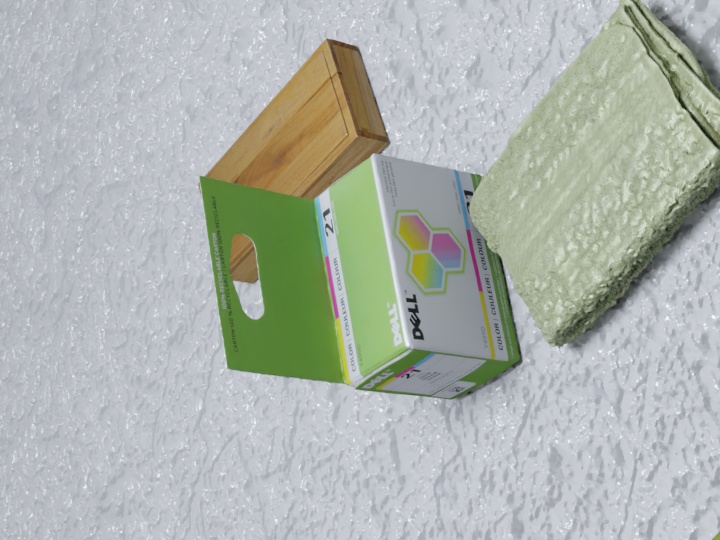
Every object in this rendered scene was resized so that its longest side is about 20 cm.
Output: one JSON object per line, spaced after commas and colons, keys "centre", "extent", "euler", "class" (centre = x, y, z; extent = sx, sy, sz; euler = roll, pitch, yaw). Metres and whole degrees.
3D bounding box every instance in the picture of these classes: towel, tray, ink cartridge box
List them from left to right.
{"centre": [-0.060, -0.087, 1.333], "extent": [0.200, 0.037, 0.099], "euler": [-44, 50, 38], "class": "tray"}
{"centre": [0.000, 0.000, 1.105], "extent": [0.076, 0.199, 0.149], "euler": [-33, 58, 43], "class": "ink cartridge box"}
{"centre": [0.155, -0.061, 1.054], "extent": [0.200, 0.036, 0.149], "euler": [-53, 46, 30], "class": "towel"}

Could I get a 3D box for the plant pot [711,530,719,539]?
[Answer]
{"centre": [0.212, 0.221, 0.833], "extent": [0.200, 0.186, 0.188], "euler": [128, 135, -53], "class": "plant pot"}
